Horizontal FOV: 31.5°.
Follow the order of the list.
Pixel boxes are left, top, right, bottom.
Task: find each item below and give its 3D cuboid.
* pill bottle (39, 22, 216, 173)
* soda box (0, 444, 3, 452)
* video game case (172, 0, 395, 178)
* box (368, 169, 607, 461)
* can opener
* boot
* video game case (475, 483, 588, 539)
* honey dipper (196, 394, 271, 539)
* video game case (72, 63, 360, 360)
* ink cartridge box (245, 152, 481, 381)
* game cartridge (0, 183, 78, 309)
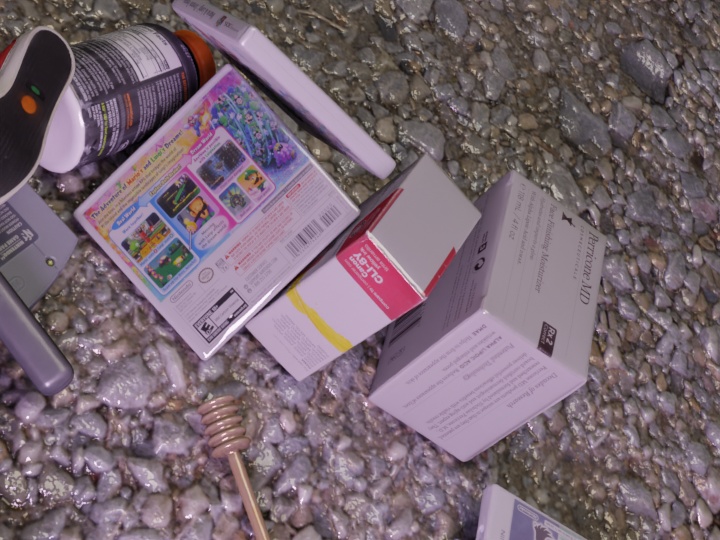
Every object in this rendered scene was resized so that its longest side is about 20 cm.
[{"bbox_3d":[-0.226,-0.171,1.206,0.107,0.106,0.199,54,43,5],"label":"pill bottle"},{"bbox_3d":[-0.339,0.058,0.944,0.067,0.064,0.202,-24,89,-5],"label":"soda box"},{"bbox_3d":[-0.073,-0.175,1.193,0.200,0.024,0.182,41,-1,-34],"label":"video game case"},{"bbox_3d":[0.128,0.047,1.278,0.130,0.200,0.200,32,46,-16],"label":"box"},{"bbox_3d":[-0.310,0.024,1.008,0.067,0.053,0.201,-38,89,-14],"label":"can opener"},{"bbox_3d":[-0.327,-0.105,1.058,0.073,0.143,0.202,48,41,-31],"label":"boot"},{"bbox_3d":[0.186,0.325,1.212,0.199,0.023,0.184,33,45,-18],"label":"video game case"},{"bbox_3d":[-0.093,0.207,1.109,0.038,0.038,0.202,-8,69,-42],"label":"honey dipper"},{"bbox_3d":[-0.130,-0.053,1.162,0.182,0.200,0.024,47,3,-1],"label":"video game case"},{"bbox_3d":[0.000,0.000,1.201,0.083,0.199,0.146,45,43,-9],"label":"ink cartridge box"},{"bbox_3d":[-0.332,-0.005,1.058,0.133,0.041,0.200,45,44,-1],"label":"game cartridge"}]
